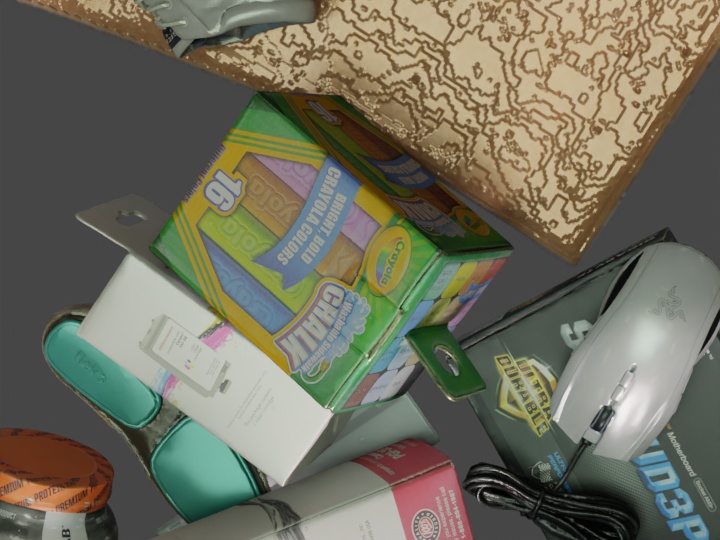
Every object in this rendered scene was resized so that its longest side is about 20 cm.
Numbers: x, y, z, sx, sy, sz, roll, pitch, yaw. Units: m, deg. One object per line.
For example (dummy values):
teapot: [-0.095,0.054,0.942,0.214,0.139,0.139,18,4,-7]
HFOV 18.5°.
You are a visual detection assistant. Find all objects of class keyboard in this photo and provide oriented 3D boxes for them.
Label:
keyboard: [-0.042,0.142,1.449,0.200,0.011,0.056,-35,98,16]

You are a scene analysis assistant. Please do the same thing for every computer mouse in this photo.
computer mouse: [0.150,0.075,1.329,0.109,0.044,0.201,28,105,6]

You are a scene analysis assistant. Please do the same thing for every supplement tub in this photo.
supplement tub: [-0.228,0.213,1.440,0.122,0.123,0.201,17,105,7]

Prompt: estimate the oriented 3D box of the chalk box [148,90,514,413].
chalk box: [0.000,0.000,1.329,0.200,0.124,0.124,40,106,16]

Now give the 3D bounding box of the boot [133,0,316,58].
boot: [-0.126,-0.178,1.365,0.199,0.074,0.096,-7,93,12]

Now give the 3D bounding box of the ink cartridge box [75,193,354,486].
ink cartridge box: [-0.096,0.039,1.379,0.200,0.116,0.068,37,105,7]

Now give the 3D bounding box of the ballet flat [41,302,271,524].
ballet flat: [-0.121,0.095,1.423,0.068,0.067,0.200,-39,93,13]

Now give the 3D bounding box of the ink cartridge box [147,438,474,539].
ink cartridge box: [-0.026,0.208,1.369,0.199,0.083,0.147,-19,104,-17]

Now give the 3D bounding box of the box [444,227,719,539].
box: [0.169,0.097,1.377,0.159,0.046,0.201,-28,94,15]
